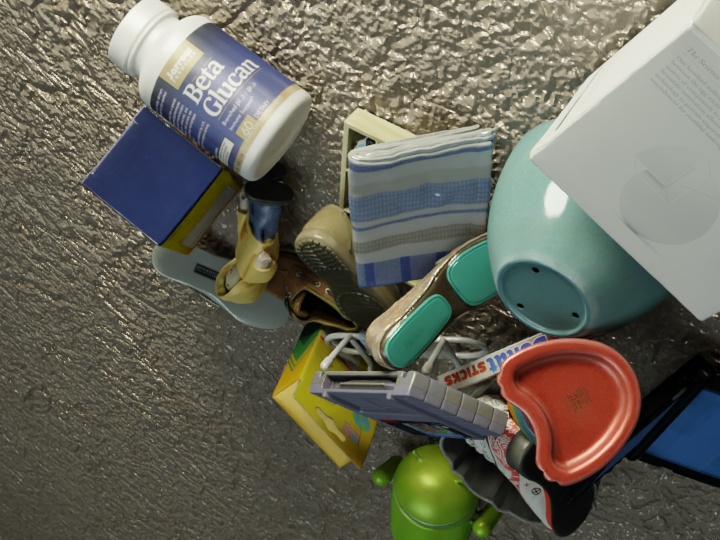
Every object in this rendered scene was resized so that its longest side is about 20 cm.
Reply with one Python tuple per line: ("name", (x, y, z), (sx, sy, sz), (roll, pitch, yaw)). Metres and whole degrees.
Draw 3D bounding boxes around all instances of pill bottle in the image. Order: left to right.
("pill bottle", (-0.159, -0.193, 1.164), (0.200, 0.111, 0.111), (36, 146, 4))

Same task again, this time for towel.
("towel", (0.062, -0.058, 1.111), (0.146, 0.024, 0.200), (-10, 140, -6))

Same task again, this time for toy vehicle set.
("toy vehicle set", (0.037, -0.070, 1.196), (0.124, 0.027, 0.200), (27, 145, 17))

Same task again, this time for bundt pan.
("bundt pan", (0.197, 0.205, 1.311), (0.201, 0.076, 0.202), (23, 140, 21))

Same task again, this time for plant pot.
("plant pot", (0.193, -0.019, 1.010), (0.200, 0.135, 0.201), (26, 144, 20))

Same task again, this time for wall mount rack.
("wall mount rack", (0.042, 0.106, 1.281), (0.199, 0.075, 0.174), (0, 158, 18))

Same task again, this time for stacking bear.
("stacking bear", (0.188, 0.122, 1.051), (0.122, 0.113, 0.200), (64, 178, 6))

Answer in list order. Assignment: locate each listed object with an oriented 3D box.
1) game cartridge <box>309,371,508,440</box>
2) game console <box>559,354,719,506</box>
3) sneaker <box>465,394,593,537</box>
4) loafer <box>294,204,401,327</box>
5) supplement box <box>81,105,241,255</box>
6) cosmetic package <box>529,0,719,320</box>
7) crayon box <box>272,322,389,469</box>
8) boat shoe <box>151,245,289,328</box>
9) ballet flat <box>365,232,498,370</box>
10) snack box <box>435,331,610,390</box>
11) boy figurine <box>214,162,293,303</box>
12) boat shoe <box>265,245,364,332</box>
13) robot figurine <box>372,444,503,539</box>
("game cartridge", (0.047, 0.141, 1.169), (0.129, 0.039, 0.200), (31, 161, -25))
("game console", (0.320, 0.186, 1.120), (0.116, 0.176, 0.200), (47, 149, 19))
("sneaker", (0.182, 0.209, 1.222), (0.108, 0.067, 0.202), (36, 167, 44))
("loafer", (0.000, 0.000, 1.233), (0.076, 0.068, 0.200), (6, 150, 31))
("supplement box", (-0.218, -0.096, 1.260), (0.109, 0.109, 0.200), (39, 178, 2))
("cosmetic package", (0.277, -0.098, 0.847), (0.199, 0.123, 0.200), (43, 148, -5))
("crayon box", (-0.035, 0.149, 1.363), (0.051, 0.200, 0.127), (-34, 105, 26))
("boat shoe", (-0.179, 0.013, 1.475), (0.199, 0.071, 0.064), (29, 178, 1))
("ballet flat", (0.082, 0.020, 1.130), (0.068, 0.200, 0.067), (59, 164, -20))
("snack box", (0.174, 0.084, 1.160), (0.200, 0.072, 0.024), (-28, 78, 38))
("boy figurine", (-0.129, -0.040, 1.324), (0.200, 0.064, 0.125), (112, 149, -45))
("boat shoe", (-0.066, 0.024, 1.365), (0.199, 0.068, 0.072), (12, 138, 35))
("robot figurine", (0.098, 0.313, 1.502), (0.175, 0.116, 0.200), (25, 144, 19))
